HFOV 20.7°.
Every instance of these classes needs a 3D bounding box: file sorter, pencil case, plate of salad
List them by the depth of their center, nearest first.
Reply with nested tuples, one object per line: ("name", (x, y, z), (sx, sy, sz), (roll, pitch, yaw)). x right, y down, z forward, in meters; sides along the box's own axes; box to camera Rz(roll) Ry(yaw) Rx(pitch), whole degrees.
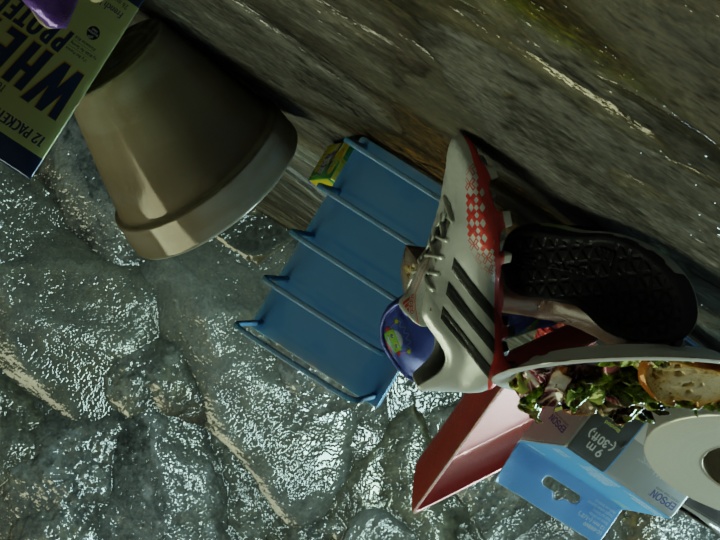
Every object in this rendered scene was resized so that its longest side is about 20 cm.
("plate of salad", (0.195, 0.088, 1.445), (0.198, 0.049, 0.200), (-1, 169, 0))
("pencil case", (0.103, 0.035, 1.670), (0.086, 0.079, 0.199), (-10, -171, 41))
("file sorter", (0.000, 0.000, 1.717), (0.138, 0.201, 0.123), (32, -176, 9))

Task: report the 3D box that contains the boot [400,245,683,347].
("boot", (0.135, 0.024, 1.544), (0.198, 0.065, 0.186), (11, -174, -19))

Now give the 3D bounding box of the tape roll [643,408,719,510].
("tape roll", (0.329, 0.149, 1.588), (0.201, 0.037, 0.203), (14, 152, 7))

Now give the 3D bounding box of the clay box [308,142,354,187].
("clay box", (0.018, -0.075, 1.884), (0.114, 0.048, 0.200), (32, 178, -8))

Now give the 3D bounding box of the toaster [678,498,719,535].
("toaster", (0.378, 0.203, 1.919), (0.180, 0.119, 0.200), (30, 175, 32))

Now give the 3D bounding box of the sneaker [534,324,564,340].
("sneaker", (0.187, 0.066, 1.821), (0.067, 0.108, 0.201), (31, 175, 27))

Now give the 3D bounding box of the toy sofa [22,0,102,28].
("toy sofa", (-0.241, -0.252, 1.271), (0.200, 0.098, 0.083), (39, 176, -1))

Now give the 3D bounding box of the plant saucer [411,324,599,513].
("plant saucer", (0.142, 0.115, 1.735), (0.199, 0.201, 0.037), (-21, -118, -40))

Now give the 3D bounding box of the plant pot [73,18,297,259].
("plant pot", (-0.190, -0.140, 1.910), (0.174, 0.200, 0.200), (52, 168, -25))

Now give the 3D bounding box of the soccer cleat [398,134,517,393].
("soccer cleat", (0.068, 0.000, 1.467), (0.084, 0.202, 0.069), (-9, -158, -7))

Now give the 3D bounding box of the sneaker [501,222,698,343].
("sneaker", (0.189, -0.001, 1.453), (0.082, 0.072, 0.199), (-4, -162, -36))

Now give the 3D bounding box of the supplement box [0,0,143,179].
("supplement box", (-0.322, -0.212, 1.795), (0.134, 0.201, 0.200), (33, 176, -22))

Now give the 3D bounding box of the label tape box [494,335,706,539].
("label tape box", (0.231, 0.142, 1.684), (0.143, 0.201, 0.066), (34, -174, -30))
